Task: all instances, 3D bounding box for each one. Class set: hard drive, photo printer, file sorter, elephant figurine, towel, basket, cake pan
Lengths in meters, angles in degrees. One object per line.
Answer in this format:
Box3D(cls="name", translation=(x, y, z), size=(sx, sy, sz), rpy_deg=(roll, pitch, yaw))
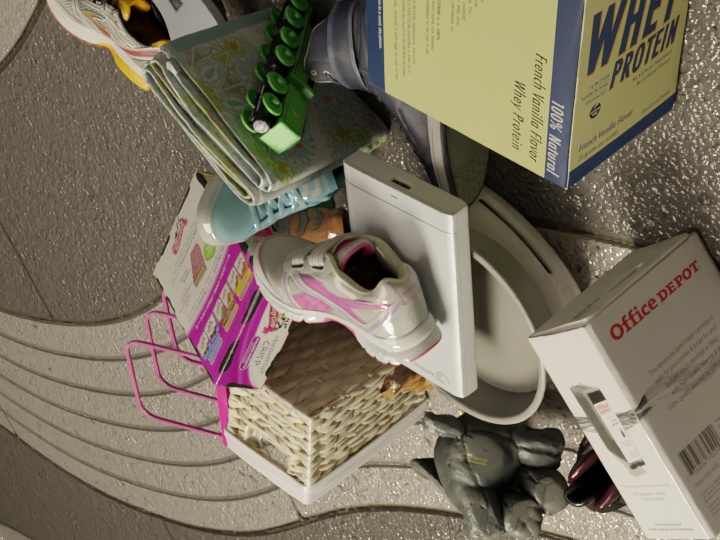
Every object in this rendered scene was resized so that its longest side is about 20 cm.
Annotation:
Box3D(cls="hard drive", translation=(0.045, 0.005, 1.201), size=(0.132, 0.027, 0.201), rpy_deg=(29, 140, 38))
Box3D(cls="photo printer", translation=(0.115, 0.018, 1.282), size=(0.166, 0.069, 0.200), rpy_deg=(48, 148, 12))
Box3D(cls="file sorter", translation=(-0.163, 0.069, 1.550), size=(0.125, 0.200, 0.139), rpy_deg=(14, 136, 15))
Box3D(cls="elephant figurine", translation=(0.122, 0.199, 1.381), size=(0.200, 0.141, 0.156), rpy_deg=(-176, 78, -81))
Box3D(cls="towel", translation=(-0.086, -0.155, 1.263), size=(0.171, 0.200, 0.048), rpy_deg=(50, 132, 8))
Box3D(cls="basket", translation=(-0.035, 0.128, 1.473), size=(0.135, 0.200, 0.124), rpy_deg=(32, 138, 30))
Box3D(cls="cake pan", translation=(0.098, 0.044, 1.223), size=(0.200, 0.037, 0.201), rpy_deg=(34, 142, 32))

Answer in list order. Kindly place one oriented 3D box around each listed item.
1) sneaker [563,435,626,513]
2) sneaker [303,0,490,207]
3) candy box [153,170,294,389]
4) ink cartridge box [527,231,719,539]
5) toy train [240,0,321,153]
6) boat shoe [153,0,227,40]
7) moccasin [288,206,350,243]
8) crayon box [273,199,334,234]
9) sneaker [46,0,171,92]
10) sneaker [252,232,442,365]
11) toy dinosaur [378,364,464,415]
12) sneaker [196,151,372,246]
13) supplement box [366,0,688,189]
Box3D(cls="sneaker", translation=(0.218, 0.190, 1.268), size=(0.076, 0.115, 0.200), rpy_deg=(42, 147, 18))
Box3D(cls="sneaker", translation=(0.031, -0.151, 1.207), size=(0.146, 0.077, 0.203), rpy_deg=(1, 112, 40))
Box3D(cls="candy box", translation=(-0.135, 0.008, 1.405), size=(0.200, 0.061, 0.137), rpy_deg=(54, 126, 44))
Box3D(cls="ink cartridge box", translation=(0.250, 0.093, 1.101), size=(0.200, 0.147, 0.083), rpy_deg=(59, 151, -7))
Box3D(cls="toy train", translation=(-0.065, -0.182, 1.237), size=(0.042, 0.200, 0.056), rpy_deg=(-33, 121, 33))
Box3D(cls="boat shoe", translation=(-0.161, -0.258, 1.365), size=(0.069, 0.057, 0.201), rpy_deg=(-35, 78, 35))
Box3D(cls="moccasin", translation=(0.000, -0.001, 1.388), size=(0.077, 0.074, 0.202), rpy_deg=(-10, 139, 21))
Box3D(cls="crayon box", translation=(-0.101, -0.136, 1.440), size=(0.127, 0.051, 0.201), rpy_deg=(24, 139, 40))
Box3D(cls="sneaker", translation=(-0.266, -0.285, 1.505), size=(0.200, 0.078, 0.082), rpy_deg=(37, 142, 9))
Box3D(cls="sneaker", translation=(-0.015, 0.001, 1.189), size=(0.200, 0.081, 0.088), rpy_deg=(22, 134, 33))
Box3D(cls="toy dinosaur", translation=(0.070, 0.104, 1.417), size=(0.060, 0.200, 0.107), rpy_deg=(22, 94, 33))
Box3D(cls="sneaker", translation=(-0.068, -0.086, 1.304), size=(0.082, 0.200, 0.074), rpy_deg=(3, 124, 47))
Box3D(cls="supplement box", translation=(0.119, -0.206, 0.993), size=(0.200, 0.134, 0.200), rpy_deg=(32, 143, 32))
